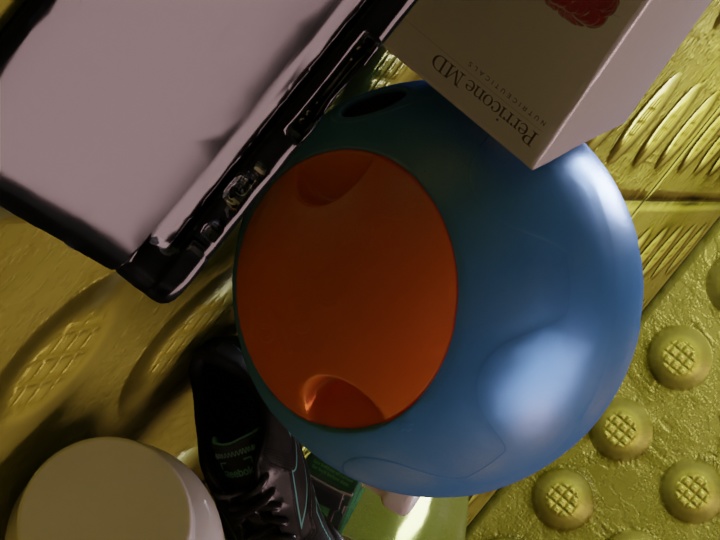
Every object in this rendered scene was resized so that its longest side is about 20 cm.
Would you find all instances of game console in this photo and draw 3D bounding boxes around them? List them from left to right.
[{"bbox_3d":[-0.055,-0.102,0.684,0.200,0.116,0.176,-50,-162,4],"label":"game console"}]

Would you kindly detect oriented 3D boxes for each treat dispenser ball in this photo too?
[{"bbox_3d":[0.037,0.008,0.910,0.201,0.201,0.201,-47,168,-13],"label":"treat dispenser ball"}]

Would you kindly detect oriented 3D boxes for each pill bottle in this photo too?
[{"bbox_3d":[-0.126,0.155,0.981,0.112,0.112,0.200,-46,167,-17],"label":"pill bottle"}]

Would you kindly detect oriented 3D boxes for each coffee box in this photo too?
[{"bbox_3d":[0.010,0.098,1.355,0.200,0.044,0.123,-60,174,-30],"label":"coffee box"}]

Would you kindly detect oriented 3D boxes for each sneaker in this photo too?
[{"bbox_3d":[-0.058,0.131,1.039,0.075,0.201,0.079,-20,166,16],"label":"sneaker"}]

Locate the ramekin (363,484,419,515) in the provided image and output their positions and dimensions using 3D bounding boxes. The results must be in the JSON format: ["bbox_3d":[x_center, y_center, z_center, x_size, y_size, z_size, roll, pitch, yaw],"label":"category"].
[{"bbox_3d":[0.032,0.044,1.173,0.203,0.094,0.202,-63,173,-14],"label":"ramekin"}]

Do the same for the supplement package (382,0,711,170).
[{"bbox_3d":[0.106,-0.165,0.823,0.200,0.121,0.120,-57,166,28],"label":"supplement package"}]

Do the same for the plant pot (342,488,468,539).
[{"bbox_3d":[0.014,0.212,1.577,0.200,0.187,0.187,-59,178,-44],"label":"plant pot"}]
